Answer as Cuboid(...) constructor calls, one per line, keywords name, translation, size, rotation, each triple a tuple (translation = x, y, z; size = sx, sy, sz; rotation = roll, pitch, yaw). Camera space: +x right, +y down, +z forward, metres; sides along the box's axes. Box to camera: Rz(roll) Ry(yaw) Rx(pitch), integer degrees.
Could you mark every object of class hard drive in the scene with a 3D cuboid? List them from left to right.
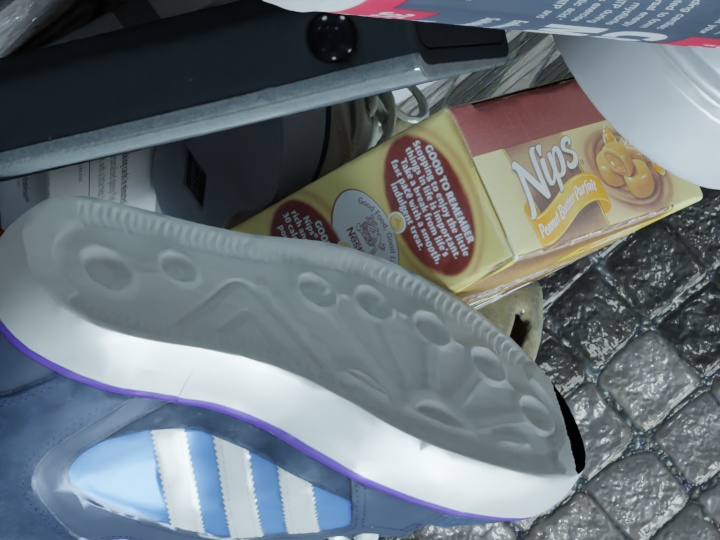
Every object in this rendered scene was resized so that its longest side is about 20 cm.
Cuboid(name="hard drive", translation=(-0.067, -0.052, 0.837), size=(0.200, 0.033, 0.140), rotation=(-12, -177, 14))

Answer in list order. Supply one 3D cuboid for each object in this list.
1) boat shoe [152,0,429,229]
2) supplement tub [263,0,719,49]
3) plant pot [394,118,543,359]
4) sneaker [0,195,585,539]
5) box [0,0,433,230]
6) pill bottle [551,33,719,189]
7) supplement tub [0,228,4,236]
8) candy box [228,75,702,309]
Cuboid(name="boat shoe", translation=(-0.018, -0.054, 1.012), size=(0.086, 0.075, 0.202), rotation=(-29, 166, -16))
Cuboid(name="supplement tub", translation=(0.066, -0.124, 0.679), size=(0.200, 0.140, 0.140), rotation=(3, 153, -26))
Cuboid(name="plant pot", translation=(-0.029, 0.022, 1.253), size=(0.183, 0.201, 0.200), rotation=(-24, -172, 40))
Cuboid(name="sneaker", translation=(-0.051, 0.062, 0.847), size=(0.146, 0.200, 0.081), rotation=(-51, -146, 34))
Cuboid(name="box", translation=(-0.045, -0.077, 1.103), size=(0.200, 0.041, 0.156), rotation=(-31, 165, -17))
Cuboid(name="pill bottle", translation=(0.153, -0.117, 0.831), size=(0.200, 0.113, 0.113), rotation=(-41, 176, 34))
Cuboid(name="supplement tub", translation=(-0.184, 0.053, 0.892), size=(0.123, 0.123, 0.200), rotation=(-43, 172, 34))
Cuboid(name="candy box", translation=(0.000, 0.000, 0.947), size=(0.200, 0.055, 0.115), rotation=(-27, 175, 38))
